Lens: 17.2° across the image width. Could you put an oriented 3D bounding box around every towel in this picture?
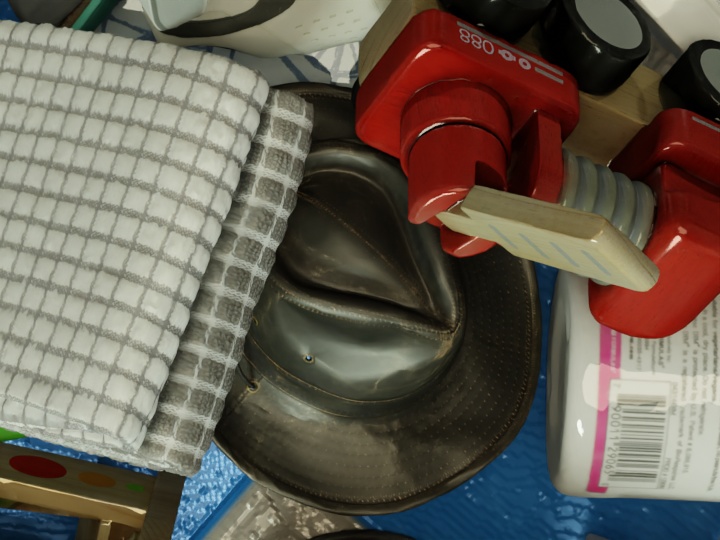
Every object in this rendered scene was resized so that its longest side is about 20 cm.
[{"bbox_3d":[-0.124,-0.011,0.995,0.199,0.085,0.166,10,78,40],"label":"towel"}]

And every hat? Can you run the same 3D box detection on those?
[{"bbox_3d":[0.000,0.000,1.026,0.200,0.081,0.202,5,72,-15],"label":"hat"}]

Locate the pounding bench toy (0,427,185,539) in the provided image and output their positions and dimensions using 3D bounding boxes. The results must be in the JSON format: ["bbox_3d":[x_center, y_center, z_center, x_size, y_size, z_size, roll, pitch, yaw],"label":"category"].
[{"bbox_3d":[-0.163,0.114,1.078,0.155,0.124,0.201,14,103,-2],"label":"pounding bench toy"}]

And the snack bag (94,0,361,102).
[{"bbox_3d":[-0.054,-0.055,1.110,0.188,0.021,0.201,-5,97,1],"label":"snack bag"}]

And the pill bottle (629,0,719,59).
[{"bbox_3d":[0.192,-0.187,1.056,0.112,0.112,0.200,43,95,-6],"label":"pill bottle"}]

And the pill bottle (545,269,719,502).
[{"bbox_3d":[0.188,0.051,1.088,0.199,0.113,0.114,3,98,-1],"label":"pill bottle"}]

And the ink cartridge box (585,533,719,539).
[{"bbox_3d":[0.120,0.192,1.099,0.067,0.117,0.201,19,89,0],"label":"ink cartridge box"}]

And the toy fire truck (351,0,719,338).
[{"bbox_3d":[0.092,-0.030,0.957,0.175,0.201,0.129,24,131,-20],"label":"toy fire truck"}]

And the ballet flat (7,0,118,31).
[{"bbox_3d":[-0.090,-0.178,1.022,0.073,0.073,0.200,45,115,-6],"label":"ballet flat"}]

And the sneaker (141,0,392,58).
[{"bbox_3d":[-0.009,-0.132,1.040,0.199,0.080,0.074,0,60,-33],"label":"sneaker"}]

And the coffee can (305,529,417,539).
[{"bbox_3d":[0.002,0.212,1.064,0.146,0.200,0.147,0,98,-1],"label":"coffee can"}]

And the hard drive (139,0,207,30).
[{"bbox_3d":[-0.119,-0.207,0.943,0.026,0.132,0.200,-24,58,-13],"label":"hard drive"}]
